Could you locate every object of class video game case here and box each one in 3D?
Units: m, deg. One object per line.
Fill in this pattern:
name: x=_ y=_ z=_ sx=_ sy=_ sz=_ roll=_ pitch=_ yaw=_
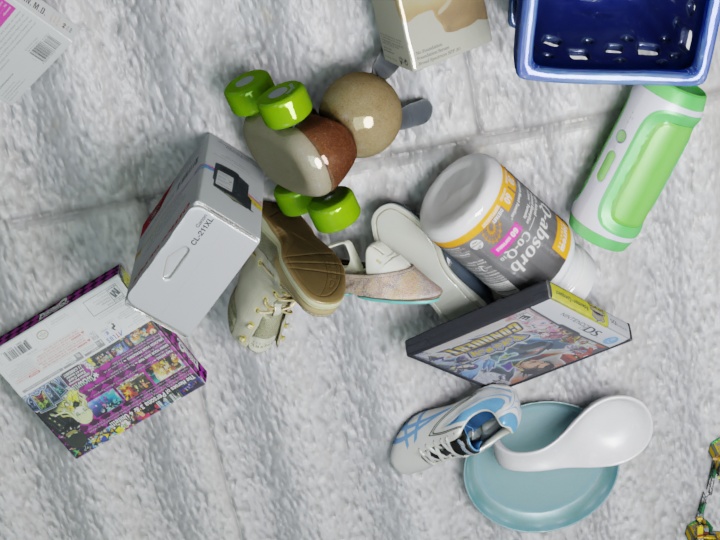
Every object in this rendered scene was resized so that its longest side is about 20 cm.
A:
video game case: x=0.184 y=0.081 z=1.619 sx=0.200 sy=0.026 sz=0.181 roll=-25 pitch=147 yaw=32
video game case: x=-0.317 y=0.113 z=1.685 sx=0.200 sy=0.036 sz=0.181 roll=-31 pitch=114 yaw=12

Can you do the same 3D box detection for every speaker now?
speaker: x=0.311 y=-0.124 z=1.572 sx=0.088 sy=0.088 sz=0.200 roll=19 pitch=114 yaw=-12

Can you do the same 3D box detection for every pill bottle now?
pill bottle: x=0.171 y=-0.034 z=1.586 sx=0.200 sy=0.116 sz=0.116 roll=37 pitch=110 yaw=-29

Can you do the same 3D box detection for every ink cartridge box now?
ink cartridge box: x=-0.178 y=-0.040 z=1.525 sx=0.083 sy=0.200 sz=0.146 roll=32 pitch=111 yaw=-17

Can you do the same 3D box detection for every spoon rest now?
spoon rest: x=0.263 y=0.209 z=1.720 sx=0.200 sy=0.061 sz=0.100 roll=-14 pitch=116 yaw=5

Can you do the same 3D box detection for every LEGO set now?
LEGO set: x=0.504 y=0.316 z=1.781 sx=0.153 sy=0.116 sz=0.200 roll=13 pitch=115 yaw=-9

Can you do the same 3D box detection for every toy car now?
toy car: x=-0.017 y=-0.169 z=1.531 sx=0.200 sy=0.158 sz=0.164 roll=-35 pitch=120 yaw=-18

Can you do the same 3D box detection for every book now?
book: x=-0.411 y=-0.269 z=1.452 sx=0.200 sy=0.048 sz=0.134 roll=36 pitch=135 yaw=-23

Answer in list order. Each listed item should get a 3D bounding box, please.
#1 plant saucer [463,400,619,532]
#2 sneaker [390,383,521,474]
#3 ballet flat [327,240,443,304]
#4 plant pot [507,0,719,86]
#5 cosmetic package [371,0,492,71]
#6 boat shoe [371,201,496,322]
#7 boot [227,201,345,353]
plant saucer: x=0.230 y=0.247 z=1.785 sx=0.200 sy=0.027 sz=0.201 roll=-1 pitch=116 yaw=-2
sneaker: x=0.112 y=0.205 z=1.722 sx=0.200 sy=0.073 sz=0.072 roll=-33 pitch=115 yaw=31
ballet flat: x=0.000 y=0.000 z=1.594 sx=0.200 sy=0.068 sz=0.067 roll=3 pitch=104 yaw=28
plant pot: x=0.253 y=-0.310 z=1.424 sx=0.199 sy=0.180 sz=0.200 roll=2 pitch=116 yaw=-4
cosmetic package: x=0.062 y=-0.321 z=1.452 sx=0.105 sy=0.071 sz=0.200 roll=-25 pitch=118 yaw=-17
boat shoe: x=0.091 y=-0.009 z=1.629 sx=0.200 sy=0.062 sz=0.075 roll=44 pitch=123 yaw=-12
boot: x=-0.088 y=0.033 z=1.573 sx=0.072 sy=0.200 sz=0.155 roll=5 pitch=120 yaw=-30
